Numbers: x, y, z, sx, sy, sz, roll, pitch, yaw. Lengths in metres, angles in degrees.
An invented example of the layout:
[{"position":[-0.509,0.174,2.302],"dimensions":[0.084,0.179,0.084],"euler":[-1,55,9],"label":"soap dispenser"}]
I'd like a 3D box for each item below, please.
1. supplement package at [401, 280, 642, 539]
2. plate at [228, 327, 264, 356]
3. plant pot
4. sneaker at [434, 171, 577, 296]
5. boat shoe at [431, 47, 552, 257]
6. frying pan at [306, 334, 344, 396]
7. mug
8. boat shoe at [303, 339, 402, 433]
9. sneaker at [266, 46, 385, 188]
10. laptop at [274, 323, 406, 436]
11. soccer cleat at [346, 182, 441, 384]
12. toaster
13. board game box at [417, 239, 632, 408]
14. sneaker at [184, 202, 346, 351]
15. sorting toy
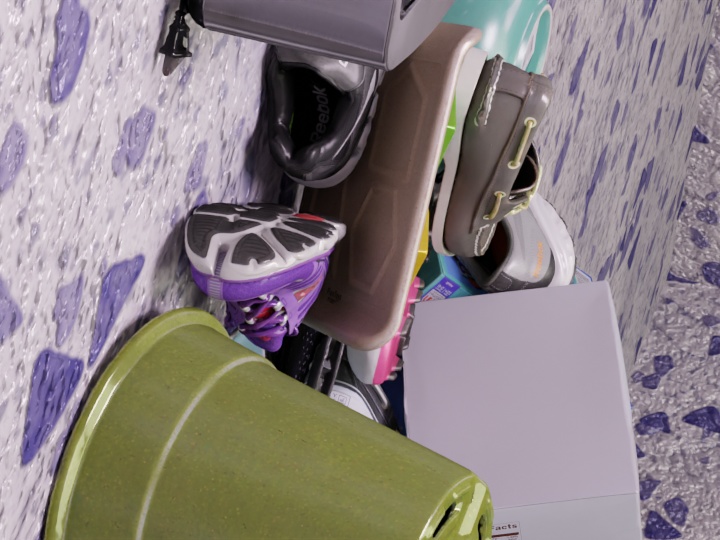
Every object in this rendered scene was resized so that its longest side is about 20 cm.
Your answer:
[{"position":[0.113,0.147,1.708],"dimensions":[0.200,0.147,0.192],"euler":[79,6,-46],"label":"supplement package"},{"position":[-0.103,0.125,1.515],"dimensions":[0.200,0.026,0.201],"euler":[16,90,-79],"label":"plate"},{"position":[-0.037,0.140,1.353],"dimensions":[0.200,0.190,0.200],"euler":[-44,143,-48],"label":"plant pot"},{"position":[0.074,-0.063,1.753],"dimensions":[0.079,0.200,0.074],"euler":[1,139,-50],"label":"sneaker"},{"position":[0.083,-0.064,1.590],"dimensions":[0.202,0.060,0.072],"euler":[93,15,-60],"label":"boat shoe"},{"position":[-0.031,0.137,1.548],"dimensions":[0.190,0.031,0.115],"euler":[-53,127,-16],"label":"frying pan"},{"position":[0.057,-0.135,1.691],"dimensions":[0.152,0.114,0.185],"euler":[2,103,-78],"label":"mug"},{"position":[0.005,0.120,1.689],"dimensions":[0.200,0.072,0.071],"euler":[76,24,-52],"label":"boat shoe"},{"position":[-0.011,-0.141,1.486],"dimensions":[0.090,0.066,0.200],"euler":[-29,136,-77],"label":"sneaker"},{"position":[-0.003,0.099,1.743],"dimensions":[0.200,0.103,0.178],"euler":[-8,113,-82],"label":"laptop"},{"position":[0.000,0.000,1.653],"dimensions":[0.200,0.086,0.070],"euler":[-75,179,-52],"label":"soccer cleat"},{"position":[-0.007,-0.206,1.292],"dimensions":[0.181,0.118,0.200],"euler":[-51,154,-60],"label":"toaster"},{"position":[0.101,0.016,1.821],"dimensions":[0.045,0.200,0.152],"euler":[-41,-147,22],"label":"board game box"},{"position":[-0.050,0.007,1.449],"dimensions":[0.200,0.080,0.084],"euler":[-5,106,-78],"label":"sneaker"},{"position":[0.011,-0.057,1.548],"dimensions":[0.185,0.036,0.200],"euler":[23,-84,67],"label":"sorting toy"}]
